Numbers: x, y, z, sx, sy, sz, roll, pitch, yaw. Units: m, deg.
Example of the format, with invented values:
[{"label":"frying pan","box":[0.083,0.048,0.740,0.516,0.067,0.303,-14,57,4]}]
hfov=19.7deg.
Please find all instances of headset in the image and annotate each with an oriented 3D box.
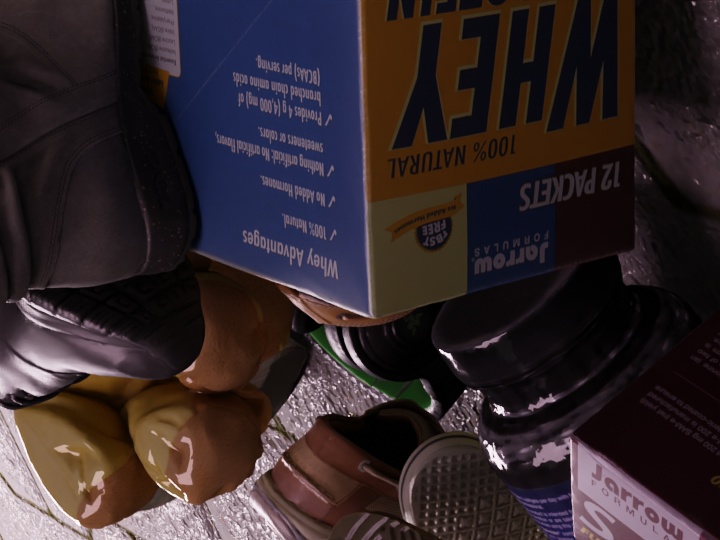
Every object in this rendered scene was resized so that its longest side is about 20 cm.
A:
[{"label":"headset","box":[0.002,0.002,1.124,0.123,0.094,0.200,28,160,35]}]

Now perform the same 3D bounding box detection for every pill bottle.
[{"label":"pill bottle","box":[0.122,0.079,0.905,0.200,0.112,0.112,51,156,-18]}]

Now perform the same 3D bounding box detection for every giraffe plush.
[{"label":"giraffe plush","box":[-0.100,0.033,1.056,0.199,0.162,0.173,2,96,34]}]

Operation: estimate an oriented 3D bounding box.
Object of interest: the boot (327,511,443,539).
[{"label":"boot","box":[0.096,0.178,1.015,0.175,0.200,0.066,35,104,32]}]

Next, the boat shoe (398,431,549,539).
[{"label":"boat shoe","box":[0.073,0.134,1.083,0.200,0.075,0.062,42,-172,-47]}]

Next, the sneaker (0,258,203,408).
[{"label":"sneaker","box":[-0.139,0.021,0.933,0.200,0.076,0.091,18,125,43]}]

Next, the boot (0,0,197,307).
[{"label":"boot","box":[-0.151,-0.077,0.814,0.068,0.130,0.201,-33,73,54]}]

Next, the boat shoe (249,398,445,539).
[{"label":"boat shoe","box":[0.022,0.110,1.112,0.076,0.200,0.072,38,106,24]}]

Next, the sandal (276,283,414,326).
[{"label":"sandal","box":[0.000,0.000,0.971,0.082,0.200,0.055,15,95,39]}]

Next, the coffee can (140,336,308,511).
[{"label":"coffee can","box":[-0.152,0.029,1.301,0.200,0.146,0.147,47,153,15]}]

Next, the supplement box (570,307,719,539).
[{"label":"supplement box","box":[0.176,0.044,0.700,0.109,0.200,0.061,36,149,34]}]

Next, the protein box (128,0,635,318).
[{"label":"protein box","box":[-0.005,-0.110,0.829,0.198,0.135,0.201,19,116,51]}]
